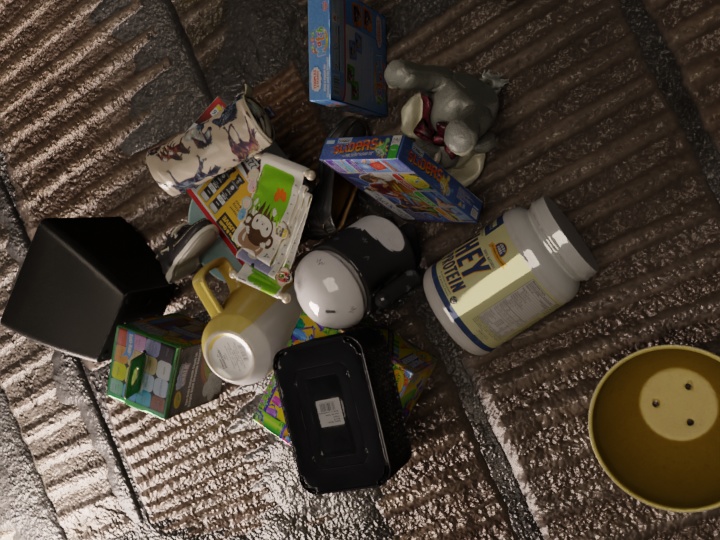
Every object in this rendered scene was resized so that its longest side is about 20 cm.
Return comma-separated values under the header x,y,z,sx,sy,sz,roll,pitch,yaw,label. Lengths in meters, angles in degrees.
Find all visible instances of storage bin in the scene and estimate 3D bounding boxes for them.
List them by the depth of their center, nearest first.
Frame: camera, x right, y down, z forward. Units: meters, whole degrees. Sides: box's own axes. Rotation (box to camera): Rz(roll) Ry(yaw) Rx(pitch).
x,y,z,sx,sy,sz,roll,pitch,yaw,label
-0.024,0.188,1.071,0.135,0.094,0.201,-14,89,23,storage bin

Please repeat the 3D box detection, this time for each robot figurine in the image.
x,y,z,sx,sy,sz,roll,pitch,yaw,label
-0.001,0.001,1.118,0.125,0.200,0.150,55,147,0,robot figurine

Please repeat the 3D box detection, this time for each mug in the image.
x,y,z,sx,sy,sz,roll,pitch,yaw,label
-0.182,0.090,1.207,0.186,0.153,0.150,28,117,7,mug

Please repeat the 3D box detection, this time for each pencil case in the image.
x,y,z,sx,sy,sz,roll,pitch,yaw,label
-0.218,-0.181,1.133,0.200,0.078,0.090,-25,68,20,pencil case

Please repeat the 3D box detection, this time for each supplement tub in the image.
x,y,z,sx,sy,sz,roll,pitch,yaw,label
0.201,0.007,1.063,0.200,0.145,0.145,-37,79,21,supplement tub

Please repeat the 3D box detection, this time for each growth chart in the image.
x,y,z,sx,sy,sz,roll,pitch,yaw,label
-0.128,-0.066,1.111,0.144,0.018,0.201,14,92,38,growth chart

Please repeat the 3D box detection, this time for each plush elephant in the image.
x,y,z,sx,sy,sz,roll,pitch,yaw,label
0.111,-0.194,1.090,0.165,0.200,0.155,45,132,15,plush elephant

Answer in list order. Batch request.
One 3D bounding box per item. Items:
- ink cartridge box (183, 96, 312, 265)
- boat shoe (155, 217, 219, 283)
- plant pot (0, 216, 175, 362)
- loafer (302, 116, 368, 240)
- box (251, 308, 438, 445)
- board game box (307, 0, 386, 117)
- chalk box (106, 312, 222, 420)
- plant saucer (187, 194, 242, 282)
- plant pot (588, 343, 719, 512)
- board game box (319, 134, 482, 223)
x,y,z,sx,sy,sz,roll,pitch,yaw,label
-0.198,-0.131,1.215,0.176,0.084,0.200,-43,77,19,ink cartridge box
-0.279,-0.041,1.247,0.060,0.074,0.200,57,151,4,boat shoe
-0.433,0.040,1.309,0.177,0.200,0.200,32,105,18,plant pot
-0.024,-0.137,1.162,0.072,0.073,0.201,3,72,48,loafer
-0.023,0.179,1.184,0.192,0.122,0.200,31,105,18,box
-0.014,-0.301,1.102,0.036,0.200,0.152,1,94,24,board game box
-0.320,0.153,1.268,0.123,0.200,0.125,17,100,21,chalk box
-0.188,-0.077,1.282,0.200,0.039,0.202,2,94,22,plant saucer
0.399,0.181,0.991,0.199,0.142,0.201,2,95,24,plant pot
0.058,-0.120,1.070,0.135,0.200,0.035,6,73,40,board game box
